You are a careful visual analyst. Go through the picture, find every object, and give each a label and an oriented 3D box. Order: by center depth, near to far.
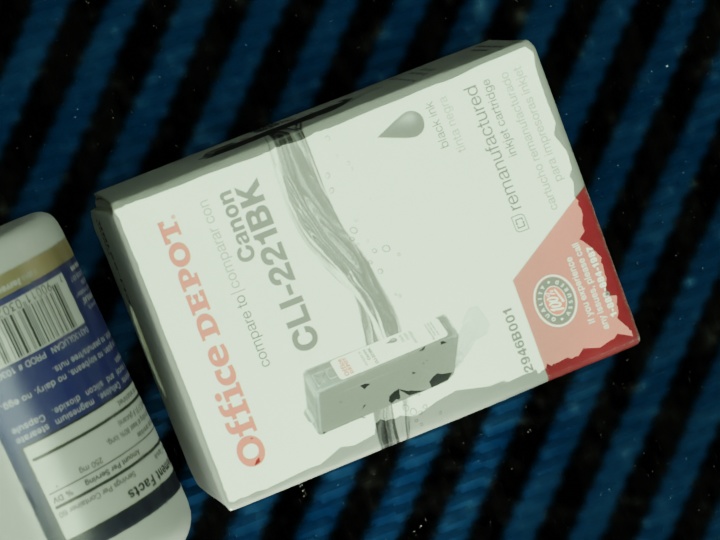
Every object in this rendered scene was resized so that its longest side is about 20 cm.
[{"bbox_3d":[-0.140,0.086,1.240,0.111,0.111,0.200,-25,97,-8],"label":"pill bottle"},{"bbox_3d":[0.000,0.000,1.273,0.200,0.084,0.145,-22,97,-8],"label":"ink cartridge box"}]
